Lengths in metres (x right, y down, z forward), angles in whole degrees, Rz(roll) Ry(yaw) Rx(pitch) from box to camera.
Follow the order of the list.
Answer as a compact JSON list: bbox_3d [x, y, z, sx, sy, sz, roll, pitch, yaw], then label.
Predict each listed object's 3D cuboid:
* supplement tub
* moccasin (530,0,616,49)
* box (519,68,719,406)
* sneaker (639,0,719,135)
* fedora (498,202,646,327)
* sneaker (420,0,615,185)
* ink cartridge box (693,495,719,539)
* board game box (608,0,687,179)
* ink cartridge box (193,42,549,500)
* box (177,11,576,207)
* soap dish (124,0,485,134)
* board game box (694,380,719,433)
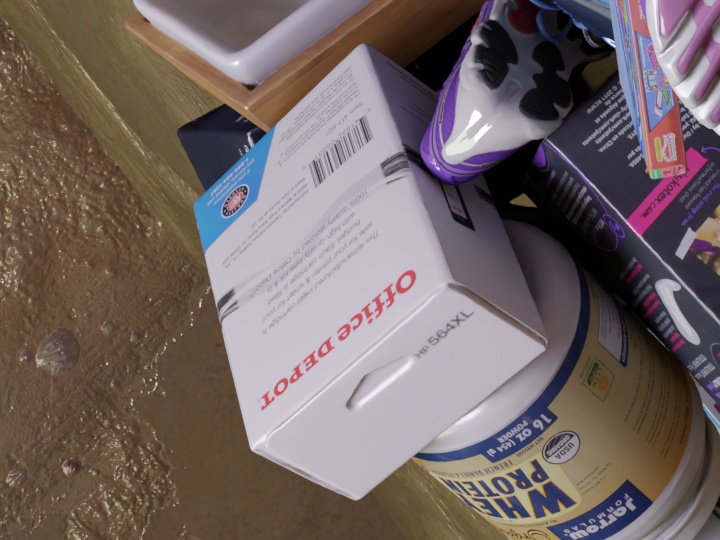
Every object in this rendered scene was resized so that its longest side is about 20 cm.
[{"bbox_3d":[0.107,0.078,1.230,0.200,0.144,0.144,41,177,-38],"label":"supplement tub"},{"bbox_3d":[0.127,-0.138,1.098,0.200,0.080,0.068,44,164,31],"label":"moccasin"},{"bbox_3d":[0.195,-0.018,1.161,0.200,0.106,0.122,48,171,7],"label":"box"},{"bbox_3d":[0.183,-0.096,0.953,0.200,0.080,0.088,32,-163,-37],"label":"sneaker"},{"bbox_3d":[0.135,-0.003,1.433,0.201,0.200,0.092,168,99,-78],"label":"fedora"},{"bbox_3d":[0.077,-0.112,1.164,0.081,0.200,0.083,44,126,-3],"label":"sneaker"},{"bbox_3d":[0.248,0.179,1.352,0.083,0.200,0.147,41,166,39],"label":"ink cartridge box"},{"bbox_3d":[0.119,-0.152,0.964,0.103,0.019,0.200,-91,-9,-59],"label":"board game box"},{"bbox_3d":[0.000,0.000,1.158,0.084,0.146,0.200,31,-152,-37],"label":"ink cartridge box"},{"bbox_3d":[0.009,-0.085,1.399,0.123,0.200,0.198,64,166,-11],"label":"box"},{"bbox_3d":[-0.021,-0.166,1.279,0.157,0.200,0.081,36,159,50],"label":"soap dish"},{"bbox_3d":[0.267,0.126,1.541,0.200,0.034,0.134,50,169,-1],"label":"board game box"}]
